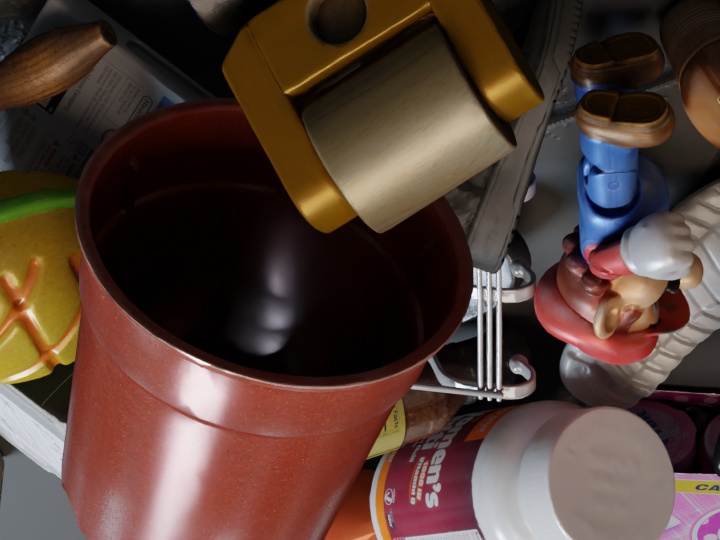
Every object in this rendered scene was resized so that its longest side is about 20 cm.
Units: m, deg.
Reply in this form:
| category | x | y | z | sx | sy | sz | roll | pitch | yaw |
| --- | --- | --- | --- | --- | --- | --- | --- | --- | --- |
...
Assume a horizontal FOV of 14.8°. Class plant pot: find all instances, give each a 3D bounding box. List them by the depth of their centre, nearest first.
| category | x | y | z | sx | sy | sz | roll | pitch | yaw |
| --- | --- | --- | --- | --- | --- | --- | --- | --- | --- |
| plant pot | -0.065 | 0.050 | 1.421 | 0.200 | 0.201 | 0.195 | 9 | 133 | -11 |

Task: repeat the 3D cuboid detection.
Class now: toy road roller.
| category | x | y | z | sx | sy | sz | roll | pitch | yaw |
| --- | --- | --- | --- | --- | --- | --- | --- | --- | --- |
| toy road roller | 0.007 | -0.115 | 1.369 | 0.123 | 0.200 | 0.146 | -32 | 161 | 11 |

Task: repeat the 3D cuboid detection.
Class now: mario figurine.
| category | x | y | z | sx | sy | sz | roll | pitch | yaw |
| --- | --- | --- | --- | --- | --- | --- | --- | --- | --- |
| mario figurine | 0.158 | -0.031 | 1.517 | 0.106 | 0.123 | 0.200 | 24 | 140 | 25 |

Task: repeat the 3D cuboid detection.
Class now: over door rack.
| category | x | y | z | sx | sy | sz | roll | pitch | yaw |
| --- | --- | --- | --- | --- | --- | --- | --- | --- | --- |
| over door rack | 0.000 | 0.000 | 1.580 | 0.200 | 0.067 | 0.148 | 0 | 122 | 4 |

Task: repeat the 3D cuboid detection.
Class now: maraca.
| category | x | y | z | sx | sy | sz | roll | pitch | yaw |
| --- | --- | --- | --- | --- | --- | --- | --- | --- | --- |
| maraca | -0.205 | 0.008 | 1.469 | 0.200 | 0.107 | 0.137 | -13 | 145 | -32 |

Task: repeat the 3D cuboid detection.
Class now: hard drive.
| category | x | y | z | sx | sy | sz | roll | pitch | yaw |
| --- | --- | --- | --- | --- | --- | --- | --- | --- | --- |
| hard drive | -0.184 | 0.081 | 1.628 | 0.038 | 0.200 | 0.140 | -44 | 140 | -14 |

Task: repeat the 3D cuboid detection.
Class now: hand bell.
| category | x | y | z | sx | sy | sz | roll | pitch | yaw |
| --- | --- | --- | --- | --- | --- | --- | --- | --- | --- |
| hand bell | -0.214 | -0.085 | 1.481 | 0.200 | 0.104 | 0.104 | -26 | 134 | 24 |

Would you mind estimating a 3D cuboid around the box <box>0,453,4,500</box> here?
| category | x | y | z | sx | sy | sz | roll | pitch | yaw |
| --- | --- | --- | --- | --- | --- | --- | --- | --- | --- |
| box | -0.338 | 0.138 | 1.746 | 0.200 | 0.109 | 0.128 | -7 | 141 | 8 |

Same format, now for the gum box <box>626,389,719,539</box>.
| category | x | y | z | sx | sy | sz | roll | pitch | yaw |
| --- | --- | --- | --- | --- | --- | --- | --- | --- | --- |
| gum box | 0.244 | 0.137 | 1.778 | 0.200 | 0.066 | 0.114 | 3 | 142 | -4 |

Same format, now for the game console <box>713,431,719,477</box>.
| category | x | y | z | sx | sy | sz | roll | pitch | yaw |
| --- | --- | --- | --- | --- | --- | --- | --- | --- | --- |
| game console | 0.288 | 0.053 | 1.576 | 0.116 | 0.176 | 0.200 | 18 | 178 | 16 |

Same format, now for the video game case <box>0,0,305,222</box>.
| category | x | y | z | sx | sy | sz | roll | pitch | yaw |
| --- | --- | --- | --- | --- | --- | --- | --- | --- | --- |
| video game case | -0.133 | -0.034 | 1.530 | 0.182 | 0.022 | 0.200 | 37 | 130 | 0 |

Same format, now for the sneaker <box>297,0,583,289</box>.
| category | x | y | z | sx | sy | sz | roll | pitch | yaw |
| --- | --- | --- | --- | --- | --- | --- | --- | --- | --- |
| sneaker | 0.044 | -0.073 | 1.478 | 0.104 | 0.060 | 0.200 | 17 | 105 | 2 |

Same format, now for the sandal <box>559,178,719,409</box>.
| category | x | y | z | sx | sy | sz | roll | pitch | yaw |
| --- | --- | --- | --- | --- | --- | --- | --- | --- | --- |
| sandal | 0.189 | 0.000 | 1.626 | 0.082 | 0.050 | 0.203 | 39 | 117 | -19 |

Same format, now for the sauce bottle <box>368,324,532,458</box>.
| category | x | y | z | sx | sy | sz | roll | pitch | yaw |
| --- | --- | --- | --- | --- | --- | --- | --- | --- | --- |
| sauce bottle | 0.008 | 0.078 | 1.660 | 0.200 | 0.066 | 0.066 | -16 | 148 | -26 |

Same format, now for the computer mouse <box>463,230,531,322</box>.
| category | x | y | z | sx | sy | sz | roll | pitch | yaw |
| --- | --- | --- | --- | --- | --- | --- | --- | --- | --- |
| computer mouse | 0.015 | 0.010 | 1.652 | 0.200 | 0.034 | 0.059 | -15 | 115 | 29 |

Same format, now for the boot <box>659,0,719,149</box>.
| category | x | y | z | sx | sy | sz | roll | pitch | yaw |
| --- | --- | --- | --- | --- | --- | --- | --- | --- | --- |
| boot | 0.245 | -0.051 | 1.469 | 0.077 | 0.155 | 0.200 | -37 | 127 | 13 |

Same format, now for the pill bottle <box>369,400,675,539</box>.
| category | x | y | z | sx | sy | sz | roll | pitch | yaw |
| --- | --- | --- | --- | --- | --- | --- | --- | --- | --- |
| pill bottle | 0.098 | 0.137 | 1.689 | 0.109 | 0.110 | 0.200 | 21 | 162 | -24 |

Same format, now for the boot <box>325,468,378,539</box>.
| category | x | y | z | sx | sy | sz | roll | pitch | yaw |
| --- | --- | --- | --- | --- | --- | --- | --- | --- | --- |
| boot | -0.059 | 0.145 | 1.788 | 0.200 | 0.075 | 0.107 | -4 | 136 | 6 |
